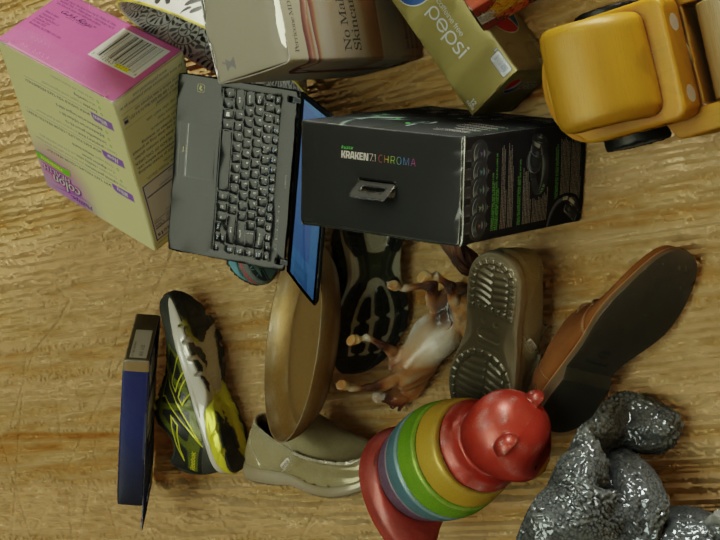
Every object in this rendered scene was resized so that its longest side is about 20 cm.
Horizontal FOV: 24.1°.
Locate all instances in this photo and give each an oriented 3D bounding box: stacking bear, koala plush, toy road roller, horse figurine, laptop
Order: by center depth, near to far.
[{"bbox_3d":[0.232,-0.162,1.329,0.200,0.146,0.123,-14,89,40],"label":"toy road roller"},{"bbox_3d":[0.245,0.231,1.388,0.200,0.184,0.178,29,116,19],"label":"koala plush"},{"bbox_3d":[0.093,0.162,1.474,0.114,0.121,0.200,49,142,-5],"label":"stacking bear"},{"bbox_3d":[0.057,0.053,1.540,0.200,0.132,0.050,-55,50,16],"label":"horse figurine"},{"bbox_3d":[-0.105,-0.078,1.562,0.199,0.103,0.178,11,106,19],"label":"laptop"}]

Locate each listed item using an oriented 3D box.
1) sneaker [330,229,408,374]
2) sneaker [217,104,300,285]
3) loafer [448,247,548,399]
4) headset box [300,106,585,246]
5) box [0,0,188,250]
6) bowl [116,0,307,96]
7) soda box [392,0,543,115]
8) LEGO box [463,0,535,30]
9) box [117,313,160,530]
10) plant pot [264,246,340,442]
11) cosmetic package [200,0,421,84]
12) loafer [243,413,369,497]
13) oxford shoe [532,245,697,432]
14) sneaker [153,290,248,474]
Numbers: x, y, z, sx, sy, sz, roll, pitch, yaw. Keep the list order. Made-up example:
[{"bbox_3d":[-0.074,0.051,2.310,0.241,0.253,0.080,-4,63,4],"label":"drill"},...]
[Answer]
[{"bbox_3d":[0.000,0.000,1.614,0.089,0.077,0.201,-137,51,-63],"label":"sneaker"},{"bbox_3d":[-0.080,-0.070,1.642,0.095,0.079,0.201,19,118,24],"label":"sneaker"},{"bbox_3d":[0.131,0.063,1.506,0.076,0.068,0.200,33,133,31],"label":"loafer"},{"bbox_3d":[0.068,-0.084,1.442,0.174,0.200,0.093,9,103,37],"label":"headset box"},{"bbox_3d":[-0.252,-0.151,1.700,0.176,0.097,0.200,29,146,32],"label":"box"},{"bbox_3d":[-0.121,-0.247,1.601,0.200,0.201,0.094,23,84,34],"label":"bowl"},{"bbox_3d":[0.082,-0.235,1.488,0.064,0.068,0.200,-43,71,34],"label":"soda box"},{"bbox_3d":[0.116,-0.326,1.403,0.149,0.077,0.200,-30,78,10],"label":"LEGO box"},{"bbox_3d":[-0.235,0.161,1.778,0.032,0.121,0.201,3,111,-3],"label":"box"},{"bbox_3d":[-0.054,0.064,1.595,0.200,0.027,0.201,-172,90,-73],"label":"plant pot"},{"bbox_3d":[-0.042,-0.226,1.504,0.087,0.200,0.104,-11,92,38],"label":"cosmetic package"},{"bbox_3d":[-0.043,0.176,1.648,0.200,0.076,0.069,-2,103,40],"label":"loafer"},{"bbox_3d":[0.208,0.045,1.442,0.200,0.071,0.071,-51,33,25],"label":"oxford shoe"},{"bbox_3d":[-0.185,0.122,1.752,0.084,0.074,0.201,-17,87,24],"label":"sneaker"}]
